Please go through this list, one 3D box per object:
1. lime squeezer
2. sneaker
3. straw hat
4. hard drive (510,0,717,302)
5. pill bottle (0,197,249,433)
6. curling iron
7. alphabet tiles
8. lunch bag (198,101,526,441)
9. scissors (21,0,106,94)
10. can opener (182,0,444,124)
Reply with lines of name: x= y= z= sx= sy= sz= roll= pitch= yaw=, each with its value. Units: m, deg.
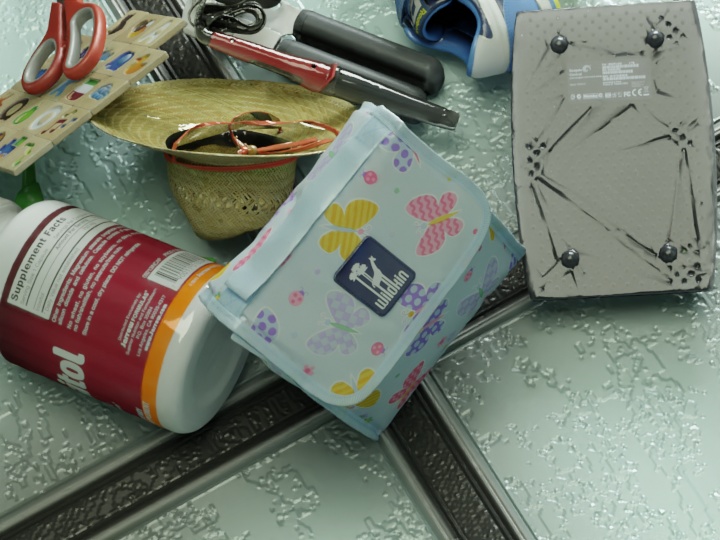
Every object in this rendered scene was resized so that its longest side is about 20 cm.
lime squeezer: x=-0.194 y=-0.037 z=1.749 sx=0.200 sy=0.038 sz=0.071 roll=36 pitch=41 yaw=24
sneaker: x=0.053 y=-0.209 z=1.771 sx=0.082 sy=0.074 sz=0.200 roll=-33 pitch=60 yaw=-24
straw hat: x=-0.088 y=-0.065 z=1.708 sx=0.200 sy=0.085 sz=0.201 roll=1 pitch=19 yaw=0
hard drive: x=0.169 y=-0.077 z=1.685 sx=0.134 sy=0.042 sz=0.201 roll=-4 pitch=77 yaw=6
pill bottle: x=-0.178 y=0.022 z=1.663 sx=0.199 sy=0.113 sz=0.113 roll=22 pitch=67 yaw=19
curling iron: x=-0.024 y=-0.142 z=1.723 sx=0.199 sy=0.026 sz=0.050 roll=26 pitch=90 yaw=-1
alphabet tiles: x=-0.214 y=-0.116 z=1.742 sx=0.200 sy=0.006 sz=0.166 roll=-40 pitch=23 yaw=-16
lunch bag: x=0.000 y=0.000 z=1.583 sx=0.127 sy=0.200 sz=0.170 roll=38 pitch=86 yaw=25
scissors: x=-0.205 y=-0.199 z=1.804 sx=0.073 sy=0.014 sz=0.200 roll=-28 pitch=38 yaw=27
can opener: x=-0.039 y=-0.165 z=1.771 sx=0.199 sy=0.067 sz=0.053 roll=22 pitch=67 yaw=18
